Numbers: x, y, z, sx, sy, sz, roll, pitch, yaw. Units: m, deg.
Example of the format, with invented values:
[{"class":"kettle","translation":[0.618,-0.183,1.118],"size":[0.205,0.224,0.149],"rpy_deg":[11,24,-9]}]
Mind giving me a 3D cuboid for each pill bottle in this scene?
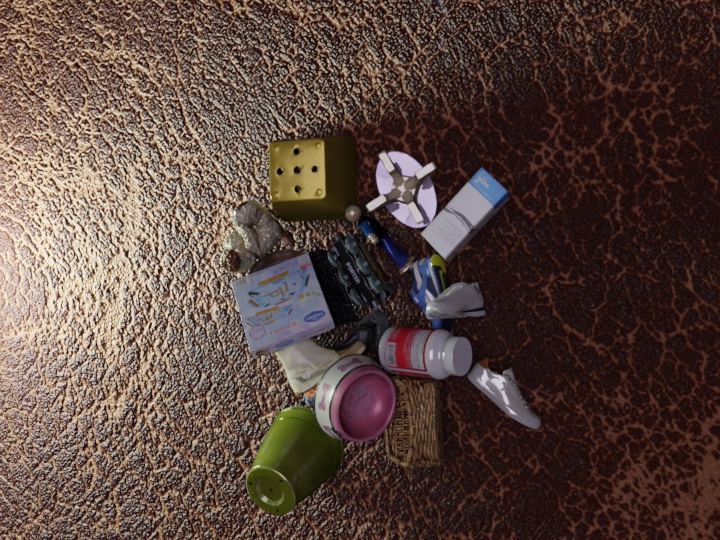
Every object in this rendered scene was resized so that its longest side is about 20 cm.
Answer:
[{"class":"pill bottle","translation":[0.148,0.188,1.523],"size":[0.198,0.112,0.114],"rpy_deg":[0,90,41]}]

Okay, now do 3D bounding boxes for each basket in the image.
[{"class":"basket","translation":[0.112,0.350,1.553],"size":[0.147,0.143,0.203],"rpy_deg":[-3,89,12]}]

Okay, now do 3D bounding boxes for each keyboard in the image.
[{"class":"keyboard","translation":[-0.057,0.032,1.611],"size":[0.103,0.040,0.202],"rpy_deg":[-13,69,-29]}]

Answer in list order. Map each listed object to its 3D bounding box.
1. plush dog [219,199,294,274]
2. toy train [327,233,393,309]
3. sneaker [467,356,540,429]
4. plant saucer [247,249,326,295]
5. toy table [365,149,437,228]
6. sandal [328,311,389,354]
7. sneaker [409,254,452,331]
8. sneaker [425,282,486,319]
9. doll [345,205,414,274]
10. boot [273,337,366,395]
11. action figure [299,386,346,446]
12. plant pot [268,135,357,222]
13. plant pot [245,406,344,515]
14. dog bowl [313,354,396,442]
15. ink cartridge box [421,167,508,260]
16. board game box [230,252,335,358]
[{"class":"plush dog","translation":[-0.270,-0.064,1.620],"size":[0.160,0.200,0.172],"rpy_deg":[43,92,-8]},{"class":"toy train","translation":[0.000,0.000,1.593],"size":[0.085,0.114,0.201],"rpy_deg":[-35,81,24]},{"class":"sneaker","translation":[0.345,0.277,1.535],"size":[0.199,0.073,0.085],"rpy_deg":[40,101,11]},{"class":"plant saucer","translation":[-0.180,0.039,1.631],"size":[0.197,0.032,0.202],"rpy_deg":[1,56,-2]},{"class":"toy table","translation":[0.100,-0.193,1.568],"size":[0.184,0.117,0.200],"rpy_deg":[-43,83,10]},{"class":"sandal","translation":[-0.009,0.179,1.628],"size":[0.200,0.048,0.076],"rpy_deg":[-41,82,10]},{"class":"sneaker","translation":[0.167,0.064,1.578],"size":[0.081,0.074,0.203],"rpy_deg":[-7,96,31]},{"class":"sneaker","translation":[0.211,0.068,1.513],"size":[0.076,0.199,0.082],"rpy_deg":[-5,87,40]},{"class":"doll","translation":[0.043,-0.080,1.576],"size":[0.200,0.137,0.048],"rpy_deg":[45,109,-3]},{"class":"boot","translation":[-0.101,0.178,1.564],"size":[0.199,0.072,0.156],"rpy_deg":[-30,85,-9]},{"class":"action figure","translation":[-0.054,0.307,1.610],"size":[0.193,0.105,0.200],"rpy_deg":[43,107,-4]},{"class":"plant pot","translation":[-0.123,-0.226,1.588],"size":[0.197,0.176,0.203],"rpy_deg":[-1,90,12]},{"class":"plant pot","translation":[-0.165,0.457,1.559],"size":[0.198,0.193,0.203],"rpy_deg":[9,114,20]},{"class":"dog bowl","translation":[-0.004,0.297,1.515],"size":[0.073,0.198,0.203],"rpy_deg":[16,95,54]},{"class":"ink cartridge box","translation":[0.240,-0.124,1.521],"size":[0.084,0.145,0.200],"rpy_deg":[44,99,10]},{"class":"board game box","translation":[-0.181,0.078,1.545],"size":[0.198,0.041,0.201],"rpy_deg":[-20,57,-4]}]
